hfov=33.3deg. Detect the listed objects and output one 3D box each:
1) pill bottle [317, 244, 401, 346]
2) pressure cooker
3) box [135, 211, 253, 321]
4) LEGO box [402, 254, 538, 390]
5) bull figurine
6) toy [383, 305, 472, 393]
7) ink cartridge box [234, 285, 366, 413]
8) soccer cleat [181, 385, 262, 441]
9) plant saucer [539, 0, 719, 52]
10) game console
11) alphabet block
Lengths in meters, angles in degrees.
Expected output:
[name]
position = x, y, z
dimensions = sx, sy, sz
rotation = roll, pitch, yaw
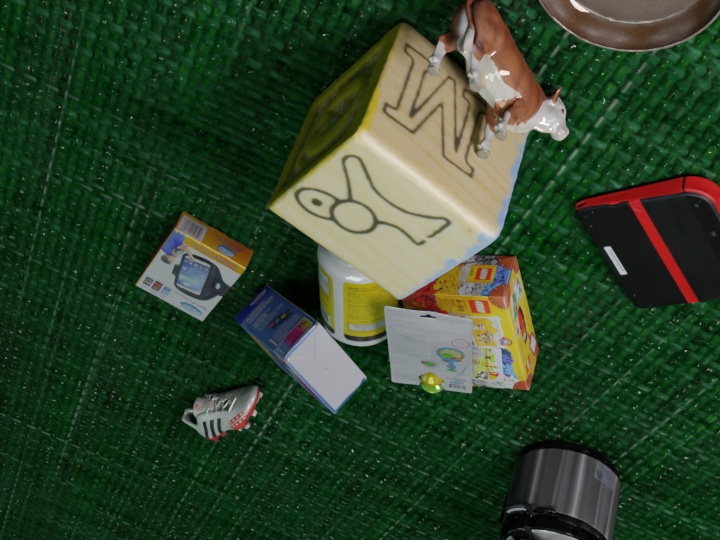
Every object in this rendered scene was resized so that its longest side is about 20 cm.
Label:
[pill bottle]
position = 0.000, 0.000, 1.607
dimensions = 0.114, 0.115, 0.200
rotation = 12, 142, 10
[pressure cooker]
position = 0.307, 0.388, 1.872
dimensions = 0.175, 0.200, 0.179
rotation = 12, 142, 9
[box]
position = -0.252, 0.003, 1.783
dimensions = 0.119, 0.042, 0.200
rotation = 29, 139, -12
[LEGO box]
position = 0.152, 0.071, 1.654
dimensions = 0.148, 0.077, 0.200
rotation = 2, 139, 22
[bull figurine]
position = 0.152, -0.200, 1.304
dimensions = 0.065, 0.122, 0.200
rotation = -10, 128, 45
[toy]
position = 0.096, 0.095, 1.608
dimensions = 0.115, 0.047, 0.200
rotation = 8, 145, 10
[ink cartridge box]
position = -0.096, 0.107, 1.761
dimensions = 0.137, 0.076, 0.200
rotation = 51, 171, -34
[soccer cleat]
position = -0.236, 0.235, 2.037
dimensions = 0.085, 0.069, 0.200
rotation = 29, 146, -18
[plant saucer]
position = 0.268, -0.303, 1.188
dimensions = 0.199, 0.032, 0.201
rotation = 13, 141, 10
[game console]
position = 0.381, -0.031, 1.476
dimensions = 0.176, 0.031, 0.200
rotation = -8, 134, 38
[alphabet block]
position = 0.046, -0.121, 1.374
dimensions = 0.200, 0.197, 0.195
rotation = 36, 138, -19
